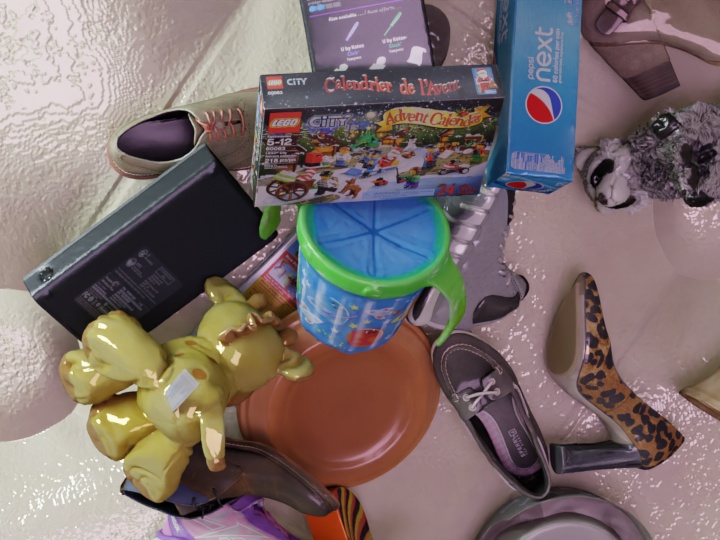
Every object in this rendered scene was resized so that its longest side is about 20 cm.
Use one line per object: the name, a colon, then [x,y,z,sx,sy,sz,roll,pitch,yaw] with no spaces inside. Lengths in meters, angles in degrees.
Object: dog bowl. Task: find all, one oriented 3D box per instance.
dog bowl: [0.195,0.305,1.827,0.199,0.059,0.201,-3,106,-9]

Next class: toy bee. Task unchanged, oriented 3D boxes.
toy bee: [-0.005,0.304,1.781,0.130,0.109,0.201,7,96,21]

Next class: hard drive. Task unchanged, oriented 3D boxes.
hard drive: [-0.183,-0.012,1.643,0.200,0.033,0.140,-36,144,2]

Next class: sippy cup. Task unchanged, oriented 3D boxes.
sippy cup: [0.000,0.000,1.634,0.139,0.178,0.131,-12,146,-24]

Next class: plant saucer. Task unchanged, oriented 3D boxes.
plant saucer: [-0.016,0.122,1.729,0.199,0.037,0.201,-7,115,-16]

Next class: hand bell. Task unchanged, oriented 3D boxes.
hand bell: [0.404,0.059,1.789,0.104,0.104,0.200,32,87,-17]

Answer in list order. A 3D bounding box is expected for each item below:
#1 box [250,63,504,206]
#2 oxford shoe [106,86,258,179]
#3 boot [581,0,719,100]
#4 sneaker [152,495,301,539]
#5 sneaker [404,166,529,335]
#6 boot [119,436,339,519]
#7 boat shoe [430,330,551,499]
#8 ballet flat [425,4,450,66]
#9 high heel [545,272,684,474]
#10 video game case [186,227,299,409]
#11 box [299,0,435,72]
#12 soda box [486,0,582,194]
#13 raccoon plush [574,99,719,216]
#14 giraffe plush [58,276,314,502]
box: [0.011,-0.112,1.544,0.199,0.038,0.137,-4,148,-9]
oxford shoe: [-0.125,-0.120,1.630,0.199,0.075,0.071,-16,91,-6]
boot: [0.294,-0.253,1.677,0.199,0.070,0.147,-28,107,-2]
sneaker: [-0.103,0.248,1.721,0.199,0.080,0.089,11,87,20]
sneaker: [0.121,-0.027,1.719,0.115,0.075,0.201,24,100,-30]
boot: [-0.122,0.201,1.686,0.199,0.075,0.097,25,68,17]
boat shoe: [0.131,0.138,1.744,0.067,0.057,0.200,-31,123,2]
ballet flat: [0.015,-0.152,1.673,0.067,0.046,0.200,30,94,-2]
high heel: [0.254,0.097,1.781,0.142,0.071,0.201,-3,103,-22]
video game case: [-0.054,0.051,1.729,0.200,0.017,0.143,-44,108,5]
box: [-0.002,-0.245,1.578,0.106,0.122,0.201,-10,99,1]
soda box: [0.154,-0.173,1.636,0.064,0.068,0.201,6,81,-11]
raccoon plush: [0.298,-0.107,1.731,0.200,0.134,0.097,-17,94,-38]
giraffe plush: [-0.142,0.086,1.631,0.162,0.200,0.173,-35,100,-41]
